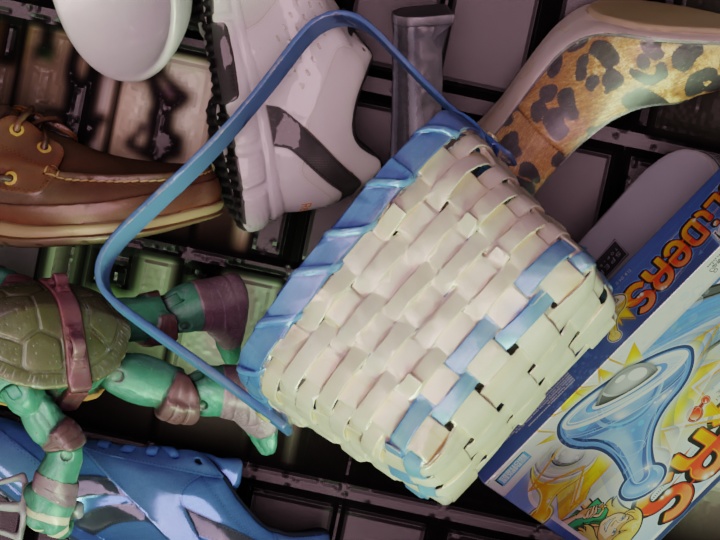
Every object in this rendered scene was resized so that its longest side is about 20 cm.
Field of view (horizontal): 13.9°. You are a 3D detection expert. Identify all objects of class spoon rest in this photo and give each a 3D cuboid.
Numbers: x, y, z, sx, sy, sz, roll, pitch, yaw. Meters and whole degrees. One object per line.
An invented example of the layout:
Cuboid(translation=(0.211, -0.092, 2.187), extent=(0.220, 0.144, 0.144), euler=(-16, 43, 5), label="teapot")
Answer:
Cuboid(translation=(-0.124, -0.188, 1.396), extent=(0.061, 0.099, 0.200), euler=(-13, 101, -39), label="spoon rest")

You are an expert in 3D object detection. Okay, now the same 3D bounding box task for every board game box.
Cuboid(translation=(0.153, 0.045, 1.400), extent=(0.200, 0.034, 0.135), euler=(-46, 138, 7), label="board game box")

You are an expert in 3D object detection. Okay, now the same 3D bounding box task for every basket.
Cuboid(translation=(0.000, 0.000, 1.334), extent=(0.200, 0.139, 0.176), euler=(42, 86, 15), label="basket")

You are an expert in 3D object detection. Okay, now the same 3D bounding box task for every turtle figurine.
Cuboid(translation=(-0.144, 0.049, 1.388), extent=(0.200, 0.101, 0.150), euler=(-3, 63, -19), label="turtle figurine")

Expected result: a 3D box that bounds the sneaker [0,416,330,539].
Cuboid(translation=(-0.109, 0.109, 1.448), extent=(0.200, 0.066, 0.079), euler=(30, 86, -2), label="sneaker")

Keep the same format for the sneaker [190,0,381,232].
Cuboid(translation=(-0.040, -0.123, 1.417), extent=(0.080, 0.074, 0.200), euler=(-11, 101, -11), label="sneaker")

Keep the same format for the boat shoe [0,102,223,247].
Cuboid(translation=(-0.166, -0.047, 1.422), extent=(0.200, 0.072, 0.068), euler=(0, 97, 6), label="boat shoe")

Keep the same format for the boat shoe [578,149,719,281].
Cuboid(translation=(0.114, 0.026, 1.426), extent=(0.200, 0.069, 0.057), euler=(-43, 136, 14), label="boat shoe")

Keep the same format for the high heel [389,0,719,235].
Cuboid(translation=(0.110, -0.056, 1.420), extent=(0.200, 0.071, 0.143), euler=(1, 107, 1), label="high heel")
